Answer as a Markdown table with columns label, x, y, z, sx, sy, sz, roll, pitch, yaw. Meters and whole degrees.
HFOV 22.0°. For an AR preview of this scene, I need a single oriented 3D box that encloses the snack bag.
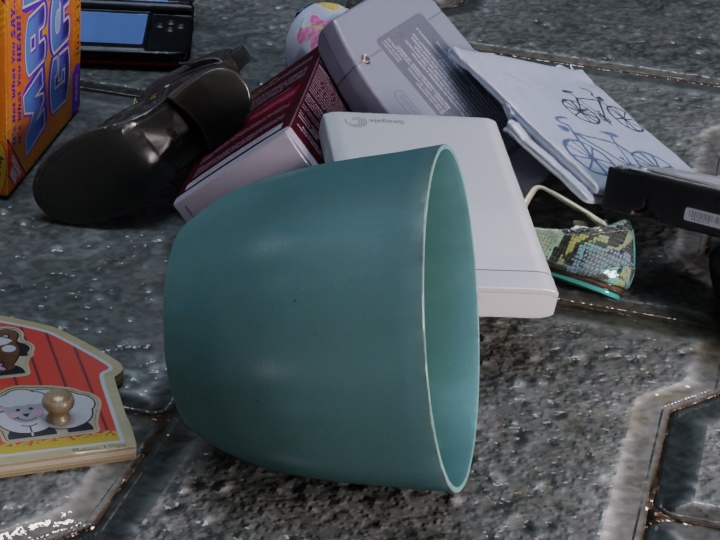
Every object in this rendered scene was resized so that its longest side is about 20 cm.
| label | x | y | z | sx | sy | sz | roll | pitch | yaw |
| --- | --- | --- | --- | --- | --- | --- | --- | --- | --- |
| snack bag | 0.175 | -0.109 | 1.459 | 0.188 | 0.021 | 0.200 | 3 | 37 | -47 |

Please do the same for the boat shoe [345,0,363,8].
| label | x | y | z | sx | sy | sz | roll | pitch | yaw |
| --- | --- | --- | --- | --- | --- | --- | --- | --- | --- |
| boat shoe | 0.036 | -0.299 | 1.877 | 0.066 | 0.072 | 0.201 | 14 | 32 | 9 |

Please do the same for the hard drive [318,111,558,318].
| label | x | y | z | sx | sy | sz | roll | pitch | yaw |
| --- | --- | --- | --- | --- | --- | --- | --- | --- | --- |
| hard drive | 0.049 | -0.042 | 1.271 | 0.131 | 0.027 | 0.200 | 2 | 37 | -12 |

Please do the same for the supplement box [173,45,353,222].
| label | x | y | z | sx | sy | sz | roll | pitch | yaw |
| --- | --- | --- | --- | --- | --- | --- | --- | --- | --- |
| supplement box | -0.066 | -0.093 | 1.409 | 0.109 | 0.061 | 0.200 | -31 | 19 | 21 |

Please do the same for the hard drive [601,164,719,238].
| label | x | y | z | sx | sy | sz | roll | pitch | yaw |
| --- | --- | --- | --- | --- | --- | --- | --- | --- | --- |
| hard drive | 0.292 | -0.043 | 1.352 | 0.199 | 0.038 | 0.139 | 5 | 9 | -41 |

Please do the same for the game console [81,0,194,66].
| label | x | y | z | sx | sy | sz | roll | pitch | yaw |
| --- | --- | --- | --- | --- | --- | --- | --- | --- | --- |
| game console | -0.255 | -0.276 | 1.737 | 0.199 | 0.119 | 0.173 | 2 | 26 | -4 |

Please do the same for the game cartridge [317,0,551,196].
| label | x | y | z | sx | sy | sz | roll | pitch | yaw |
| --- | --- | --- | --- | --- | --- | --- | --- | --- | --- |
| game cartridge | 0.059 | -0.129 | 1.455 | 0.200 | 0.040 | 0.133 | 51 | 41 | 3 |

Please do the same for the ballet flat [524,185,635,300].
| label | x | y | z | sx | sy | sz | roll | pitch | yaw |
| --- | --- | --- | --- | --- | --- | --- | --- | --- | --- |
| ballet flat | 0.106 | -0.033 | 1.352 | 0.199 | 0.075 | 0.074 | 15 | 28 | 13 |

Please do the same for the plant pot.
| label | x | y | z | sx | sy | sz | roll | pitch | yaw |
| --- | --- | --- | --- | --- | --- | --- | --- | --- | --- |
| plant pot | -0.023 | 0.031 | 1.086 | 0.160 | 0.202 | 0.201 | -2 | 25 | 13 |

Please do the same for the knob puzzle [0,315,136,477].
| label | x | y | z | sx | sy | sz | roll | pitch | yaw |
| --- | --- | --- | --- | --- | --- | --- | --- | --- | --- |
| knob puzzle | -0.246 | 0.065 | 1.156 | 0.218 | 0.031 | 0.220 | 3 | 26 | -1 |

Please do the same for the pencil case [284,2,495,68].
| label | x | y | z | sx | sy | sz | roll | pitch | yaw |
| --- | --- | --- | --- | --- | --- | --- | --- | --- | --- |
| pencil case | 0.029 | -0.172 | 1.607 | 0.199 | 0.084 | 0.091 | 23 | 43 | 33 |

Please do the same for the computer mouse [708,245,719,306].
| label | x | y | z | sx | sy | sz | roll | pitch | yaw |
| --- | --- | --- | --- | --- | --- | --- | --- | --- | --- |
| computer mouse | 0.312 | 0.041 | 1.254 | 0.138 | 0.053 | 0.200 | -10 | 31 | -35 |

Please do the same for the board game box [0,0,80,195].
| label | x | y | z | sx | sy | sz | roll | pitch | yaw |
| --- | --- | --- | --- | --- | --- | --- | --- | --- | --- |
| board game box | -0.346 | -0.200 | 1.480 | 0.199 | 0.201 | 0.200 | 7 | 26 | 5 |

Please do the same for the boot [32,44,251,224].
| label | x | y | z | sx | sy | sz | roll | pitch | yaw |
| --- | --- | --- | --- | --- | --- | --- | --- | --- | --- |
| boot | -0.166 | -0.111 | 1.461 | 0.199 | 0.069 | 0.174 | -29 | 15 | -2 |
